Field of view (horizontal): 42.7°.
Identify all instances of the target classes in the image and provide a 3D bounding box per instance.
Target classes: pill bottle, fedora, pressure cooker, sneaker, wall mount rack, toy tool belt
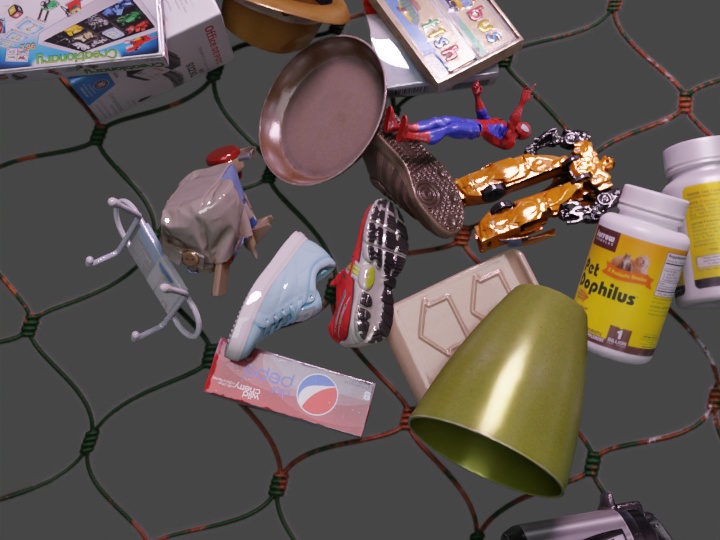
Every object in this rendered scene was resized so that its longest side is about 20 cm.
[{"bbox_3d":[0.436,-0.057,1.142,0.114,0.114,0.201,-5,80,-2],"label":"pill bottle"},{"bbox_3d":[-0.114,-0.335,1.186,0.200,0.201,0.082,25,121,4],"label":"fedora"},{"bbox_3d":[0.269,0.357,1.037,0.199,0.179,0.177,-8,111,-3],"label":"pressure cooker"},{"bbox_3d":[0.057,-0.118,1.173,0.070,0.076,0.200,-26,78,-34],"label":"sneaker"},{"bbox_3d":[0.324,0.003,1.104,0.109,0.109,0.201,16,100,2],"label":"pill bottle"},{"bbox_3d":[-0.090,0.038,1.111,0.082,0.074,0.200,29,56,3],"label":"sneaker"},{"bbox_3d":[0.000,0.000,1.149,0.077,0.085,0.201,34,59,-36],"label":"sneaker"},{"bbox_3d":[-0.259,-0.004,1.097,0.074,0.174,0.200,-27,79,-37],"label":"wall mount rack"},{"bbox_3d":[-0.172,-0.062,1.136,0.124,0.200,0.123,-12,117,14],"label":"toy tool belt"}]

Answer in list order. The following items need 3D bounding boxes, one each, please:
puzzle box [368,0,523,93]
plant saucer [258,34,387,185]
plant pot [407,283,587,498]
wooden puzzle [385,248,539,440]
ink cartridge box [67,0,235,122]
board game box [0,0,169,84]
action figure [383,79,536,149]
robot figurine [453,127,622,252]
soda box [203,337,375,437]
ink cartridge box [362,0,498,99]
[{"bbox_3d":[0.103,-0.335,1.193,0.133,0.025,0.200,-29,71,-12],"label":"puzzle box"},{"bbox_3d":[-0.043,-0.197,1.161,0.200,0.032,0.201,-13,67,33],"label":"plant saucer"},{"bbox_3d":[0.179,0.124,1.045,0.187,0.187,0.200,26,70,4],"label":"plant pot"},{"bbox_3d":[0.147,0.095,1.149,0.199,0.046,0.186,-26,81,0],"label":"wooden puzzle"},{"bbox_3d":[-0.270,-0.284,1.158,0.199,0.145,0.084,-27,81,-5],"label":"ink cartridge box"},{"bbox_3d":[-0.327,-0.290,1.067,0.199,0.035,0.127,-6,80,-2],"label":"board game box"},{"bbox_3d":[0.137,-0.202,1.149,0.199,0.065,0.099,2,116,-27],"label":"action figure"},{"bbox_3d":[0.227,-0.101,1.167,0.199,0.058,0.145,-19,63,-4],"label":"robot figurine"},{"bbox_3d":[-0.085,0.145,1.125,0.199,0.063,0.070,16,79,3],"label":"soda box"},{"bbox_3d":[0.087,-0.335,1.222,0.159,0.047,0.201,-8,81,-3],"label":"ink cartridge box"}]
